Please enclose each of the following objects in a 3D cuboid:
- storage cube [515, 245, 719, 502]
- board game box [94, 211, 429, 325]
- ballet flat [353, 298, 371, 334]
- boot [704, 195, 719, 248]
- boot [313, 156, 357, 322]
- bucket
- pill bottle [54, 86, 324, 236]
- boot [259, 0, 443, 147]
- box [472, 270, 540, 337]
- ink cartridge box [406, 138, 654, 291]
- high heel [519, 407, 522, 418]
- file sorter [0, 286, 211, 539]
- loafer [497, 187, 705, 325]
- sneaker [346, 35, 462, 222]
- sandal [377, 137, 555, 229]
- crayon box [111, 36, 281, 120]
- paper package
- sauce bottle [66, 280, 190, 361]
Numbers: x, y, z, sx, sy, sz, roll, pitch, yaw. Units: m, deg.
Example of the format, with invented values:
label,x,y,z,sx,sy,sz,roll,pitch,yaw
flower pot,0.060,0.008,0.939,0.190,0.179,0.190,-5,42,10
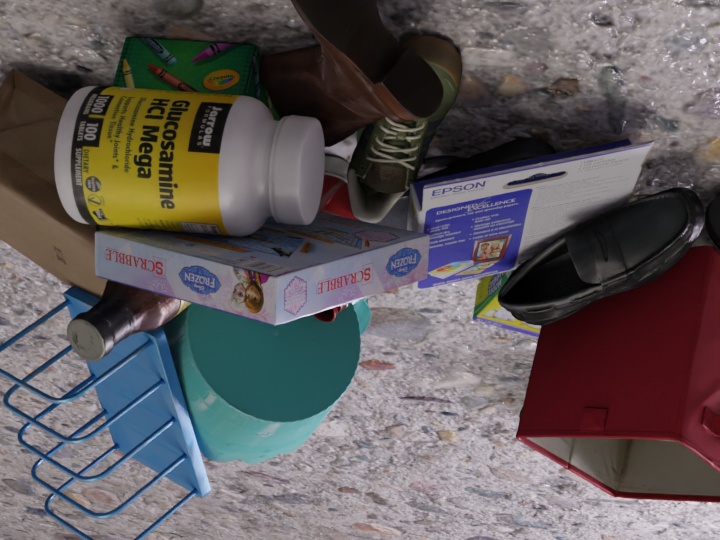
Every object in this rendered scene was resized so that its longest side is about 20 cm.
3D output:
label,x,y,z,sx,sy,sz,roll,pitch,yaw
storage cube,0.271,0.098,1.323,0.199,0.181,0.171,-5,152,46
board game box,-0.079,-0.012,1.197,0.199,0.042,0.199,14,-161,37
ballet flat,-0.033,0.015,1.544,0.071,0.072,0.200,7,153,8
boot,0.364,0.002,1.359,0.164,0.066,0.200,15,159,-6
boot,0.000,0.000,1.396,0.072,0.145,0.200,-10,149,35
bucket,-0.102,0.080,1.423,0.206,0.209,0.135,18,154,-15
pill bottle,-0.134,-0.086,1.164,0.198,0.113,0.113,5,155,11
boot,-0.042,-0.177,1.139,0.187,0.064,0.200,53,160,-17
box,0.200,0.012,1.457,0.116,0.049,0.200,15,153,-9
ink cartridge box,0.138,-0.059,1.256,0.196,0.047,0.200,-11,153,-7
high heel,0.307,0.212,1.798,0.142,0.072,0.199,35,163,-30
file sorter,-0.250,0.146,1.379,0.138,0.122,0.201,21,136,39
loafer,0.207,-0.010,1.263,0.200,0.069,0.070,-33,156,32
sneaker,0.034,-0.107,1.217,0.067,0.091,0.200,16,155,-9
sandal,0.087,-0.080,1.318,0.199,0.043,0.076,-17,150,26
crayon box,-0.132,-0.124,1.287,0.118,0.059,0.200,6,155,12
paper package,-0.263,-0.062,1.349,0.190,0.104,0.200,30,162,12
sauce bottle,-0.181,0.013,1.269,0.066,0.200,0.067,15,122,26
